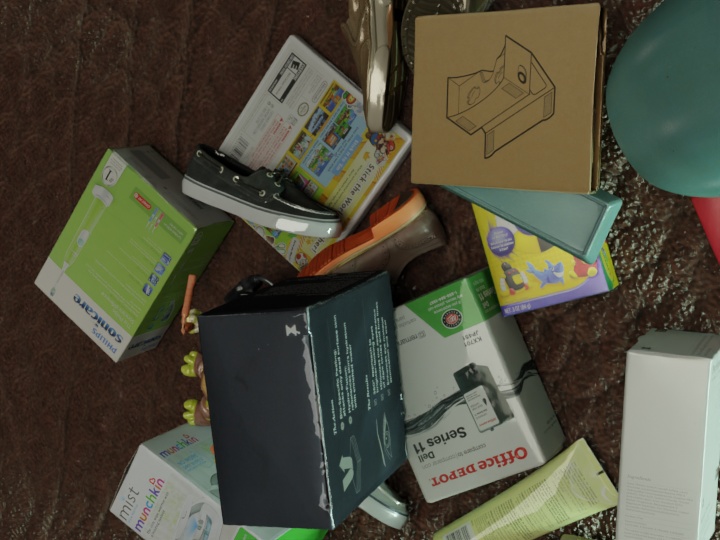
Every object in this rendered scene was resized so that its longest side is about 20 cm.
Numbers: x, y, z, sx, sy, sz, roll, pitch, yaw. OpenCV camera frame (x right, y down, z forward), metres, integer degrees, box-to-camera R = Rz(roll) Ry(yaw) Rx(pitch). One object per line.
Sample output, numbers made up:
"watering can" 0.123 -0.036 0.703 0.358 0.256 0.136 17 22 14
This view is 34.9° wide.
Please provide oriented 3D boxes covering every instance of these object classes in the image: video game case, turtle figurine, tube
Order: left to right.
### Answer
"turtle figurine" -0.149 0.107 1.175 0.064 0.161 0.202 -14 86 -18
"video game case" -0.060 -0.121 1.247 0.182 0.023 0.201 42 111 14
"tube" 0.168 0.252 1.187 0.199 0.058 0.052 -35 41 22

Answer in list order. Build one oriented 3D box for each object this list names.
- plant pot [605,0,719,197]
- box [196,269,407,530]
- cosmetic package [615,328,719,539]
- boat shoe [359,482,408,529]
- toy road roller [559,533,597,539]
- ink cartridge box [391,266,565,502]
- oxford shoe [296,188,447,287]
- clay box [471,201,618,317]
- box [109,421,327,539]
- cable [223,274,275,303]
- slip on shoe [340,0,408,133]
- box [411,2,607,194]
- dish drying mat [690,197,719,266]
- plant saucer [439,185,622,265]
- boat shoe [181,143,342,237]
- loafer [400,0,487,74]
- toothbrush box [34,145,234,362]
"plant pot" 0.310 -0.154 0.980 0.161 0.200 0.202 -27 86 47
"box" -0.048 0.115 1.082 0.116 0.200 0.199 -3 98 22
"cosmetic package" 0.293 0.163 1.077 0.080 0.113 0.202 7 103 24
"boat shoe" -0.016 0.198 1.253 0.200 0.072 0.066 41 91 14
"toy road roller" 0.229 0.382 1.152 0.122 0.146 0.201 7 64 24
"ink cartridge box" 0.102 0.118 1.173 0.146 0.083 0.201 -25 88 26
"oxford shoe" 0.000 0.000 1.203 0.199 0.071 0.073 -34 106 17
"clay box" 0.171 -0.066 1.133 0.114 0.048 0.202 -16 92 26
"box" -0.137 0.247 1.241 0.176 0.200 0.097 34 110 17
"cable" -0.119 0.098 1.245 0.200 0.050 0.165 143 119 -61
"slip on shoe" 0.011 -0.241 1.165 0.060 0.076 0.202 3 96 19
"box" 0.132 -0.158 1.061 0.199 0.021 0.165 7 99 40
"dish drying mat" 0.381 0.006 1.063 0.076 0.018 0.201 -26 88 27
"plant saucer" 0.149 -0.080 1.105 0.199 0.019 0.070 29 110 20
"boat shoe" -0.106 -0.085 1.225 0.199 0.069 0.057 20 105 23
"loafer" 0.096 -0.280 1.127 0.075 0.068 0.201 33 127 26
"toothbrush box" -0.263 -0.021 1.321 0.145 0.086 0.201 40 111 14
